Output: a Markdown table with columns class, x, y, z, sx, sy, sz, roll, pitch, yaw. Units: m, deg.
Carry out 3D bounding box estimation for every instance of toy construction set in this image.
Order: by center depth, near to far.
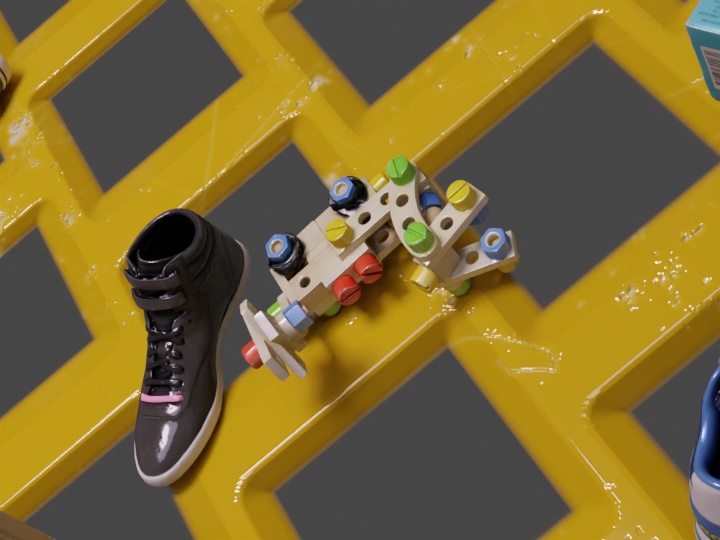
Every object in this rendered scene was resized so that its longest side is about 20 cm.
| class | x | y | z | sx | sy | sz | roll | pitch | yaw |
| --- | --- | --- | --- | --- | --- | --- | --- | --- | --- |
| toy construction set | 0.000 | 0.000 | 0.912 | 0.198 | 0.093 | 0.132 | -32 | 50 | -6 |

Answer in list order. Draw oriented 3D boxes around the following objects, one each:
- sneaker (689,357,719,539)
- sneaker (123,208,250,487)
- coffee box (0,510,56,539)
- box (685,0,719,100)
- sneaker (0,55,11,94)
| class | x | y | z | sx | sy | sz | roll | pitch | yaw |
| --- | --- | --- | --- | --- | --- | --- | --- | --- | --- |
| sneaker | 0.238 | 0.063 | 0.737 | 0.073 | 0.082 | 0.202 | 11 | 65 | 35 |
| sneaker | -0.141 | 0.047 | 0.949 | 0.070 | 0.099 | 0.203 | 0 | 63 | 27 |
| coffee box | -0.295 | 0.260 | 0.839 | 0.195 | 0.200 | 0.203 | -1 | 61 | 28 |
| box | 0.292 | -0.211 | 0.875 | 0.049 | 0.082 | 0.201 | 24 | 74 | 38 |
| sneaker | -0.431 | -0.175 | 1.261 | 0.197 | 0.079 | 0.080 | 4 | 58 | 29 |
